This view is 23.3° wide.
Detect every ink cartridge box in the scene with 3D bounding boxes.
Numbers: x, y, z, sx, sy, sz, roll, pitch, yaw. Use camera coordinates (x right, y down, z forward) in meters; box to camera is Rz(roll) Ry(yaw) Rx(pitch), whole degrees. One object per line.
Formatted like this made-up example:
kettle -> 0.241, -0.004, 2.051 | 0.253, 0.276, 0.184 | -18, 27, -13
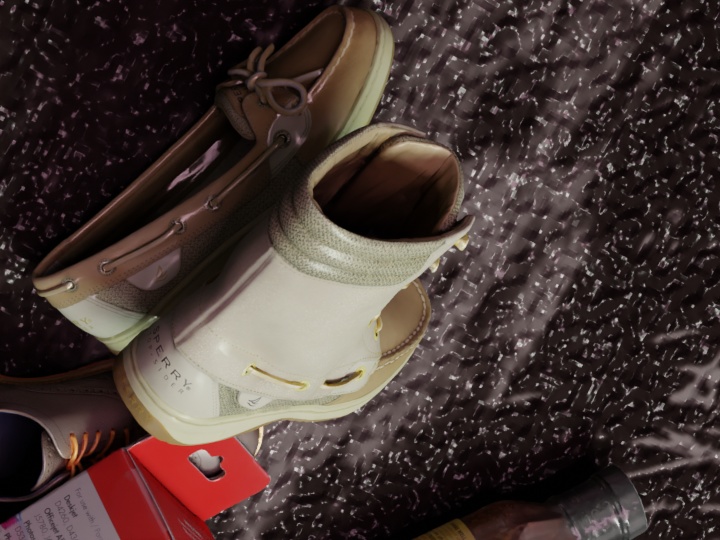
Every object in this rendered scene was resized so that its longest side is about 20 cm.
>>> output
ink cartridge box -> -0.127, 0.157, 0.817 | 0.199, 0.068, 0.116 | -32, 152, -1

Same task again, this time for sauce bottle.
sauce bottle -> 0.059, 0.164, 0.934 | 0.199, 0.066, 0.067 | -25, 116, -10

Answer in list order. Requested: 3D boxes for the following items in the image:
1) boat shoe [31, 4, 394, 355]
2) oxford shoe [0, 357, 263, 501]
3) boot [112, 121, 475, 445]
boat shoe -> -0.066, -0.050, 0.806 | 0.201, 0.073, 0.063 | -46, 123, 7
oxford shoe -> -0.135, 0.085, 0.823 | 0.198, 0.073, 0.072 | 2, 108, -23
boot -> 0.000, 0.000, 0.779 | 0.199, 0.072, 0.155 | -15, 154, -52
